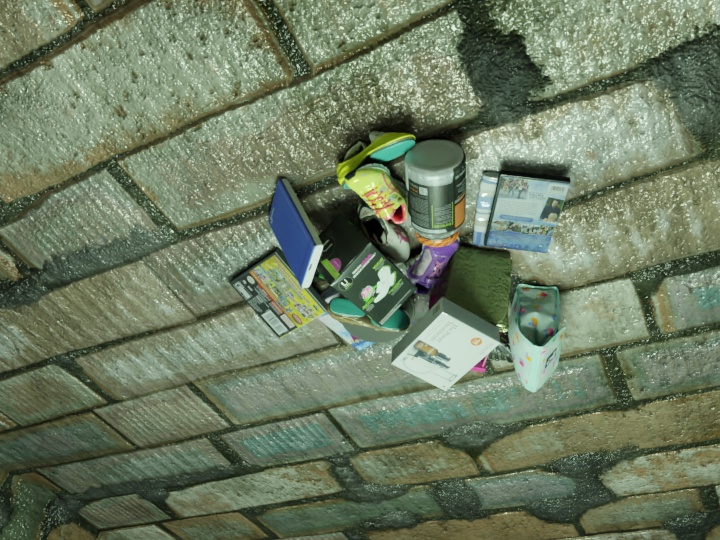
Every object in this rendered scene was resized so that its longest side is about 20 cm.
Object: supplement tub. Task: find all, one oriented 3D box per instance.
[{"bbox_3d":[0.154,-0.153,1.373,0.121,0.123,0.201,1,134,9],"label":"supplement tub"}]

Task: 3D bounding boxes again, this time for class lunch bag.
[{"bbox_3d":[0.411,0.159,1.582,0.121,0.201,0.171,3,134,7],"label":"lunch bag"}]

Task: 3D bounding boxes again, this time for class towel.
[{"bbox_3d":[0.261,0.039,1.493,0.147,0.202,0.037,10,151,0],"label":"towel"},{"bbox_3d":[0.320,-0.124,1.444,0.145,0.024,0.201,6,135,5],"label":"towel"}]

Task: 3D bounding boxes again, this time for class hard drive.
[{"bbox_3d":[-0.143,-0.081,1.452,0.025,0.201,0.133,-10,143,-29],"label":"hard drive"}]

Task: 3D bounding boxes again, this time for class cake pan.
[{"bbox_3d":[0.037,0.108,1.651,0.198,0.037,0.202,4,134,4],"label":"cake pan"}]

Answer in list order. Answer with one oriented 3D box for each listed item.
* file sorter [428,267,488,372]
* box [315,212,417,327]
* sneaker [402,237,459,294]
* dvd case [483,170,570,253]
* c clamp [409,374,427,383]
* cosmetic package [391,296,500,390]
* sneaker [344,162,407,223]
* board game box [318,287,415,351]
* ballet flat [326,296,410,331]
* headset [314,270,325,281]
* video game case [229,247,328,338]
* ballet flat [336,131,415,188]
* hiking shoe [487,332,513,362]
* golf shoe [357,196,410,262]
[{"bbox_3d":[0.235,0.108,1.561,0.137,0.201,0.126,10,134,-1],"label":"file sorter"},{"bbox_3d":[0.000,0.000,1.474,0.124,0.149,0.200,-46,133,2],"label":"box"},{"bbox_3d":[0.164,-0.009,1.509,0.080,0.089,0.200,7,149,-20],"label":"sneaker"},{"bbox_3d":[0.345,-0.120,1.413,0.141,0.018,0.201,7,136,4],"label":"dvd case"},{"bbox_3d":[0.192,0.241,1.821,0.169,0.027,0.201,-8,132,16],"label":"c clamp"},{"bbox_3d":[0.181,0.163,1.454,0.150,0.052,0.200,26,129,-16],"label":"cosmetic package"},{"bbox_3d":[0.042,-0.151,1.364,0.078,0.091,0.199,-25,155,30],"label":"sneaker"},{"bbox_3d":[0.003,0.103,1.706,0.199,0.041,0.199,-32,122,33],"label":"board game box"},{"bbox_3d":[0.017,0.111,1.593,0.198,0.068,0.072,9,154,0],"label":"ballet flat"},{"bbox_3d":[-0.090,-0.046,1.573,0.123,0.095,0.199,-30,139,27],"label":"headset"},{"bbox_3d":[-0.203,0.061,1.682,0.180,0.026,0.200,-30,109,33],"label":"video game case"},{"bbox_3d":[0.022,-0.238,1.353,0.199,0.068,0.066,-31,159,37],"label":"ballet flat"},{"bbox_3d":[0.351,0.196,1.729,0.199,0.076,0.101,30,141,-7],"label":"hiking shoe"},{"bbox_3d":[0.048,-0.076,1.489,0.072,0.093,0.200,-19,131,24],"label":"golf shoe"}]
